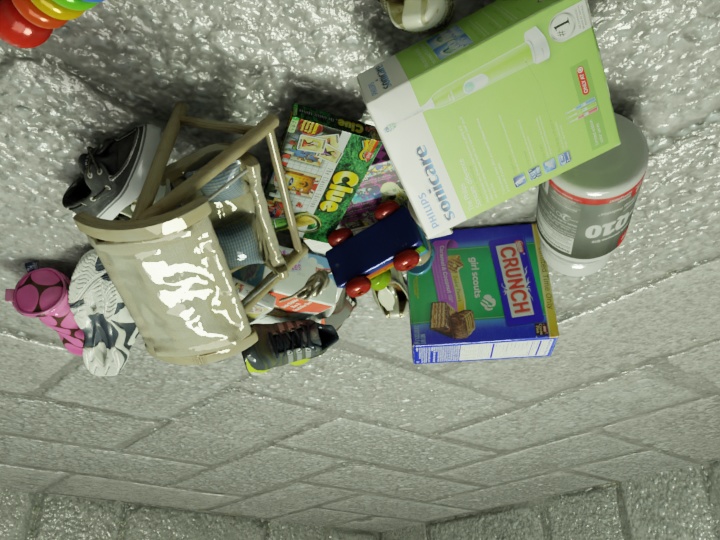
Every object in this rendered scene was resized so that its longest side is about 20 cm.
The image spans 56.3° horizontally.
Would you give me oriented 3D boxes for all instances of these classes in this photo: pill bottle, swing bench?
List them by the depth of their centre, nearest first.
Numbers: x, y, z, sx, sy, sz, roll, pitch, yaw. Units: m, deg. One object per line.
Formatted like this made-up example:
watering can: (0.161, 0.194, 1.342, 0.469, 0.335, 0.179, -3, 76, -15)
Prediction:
swing bench: (-0.162, -0.032, 0.714, 0.127, 0.202, 0.201, 11, 140, 19)
pill bottle: (0.269, -0.082, 0.805, 0.111, 0.116, 0.201, -6, 150, 9)

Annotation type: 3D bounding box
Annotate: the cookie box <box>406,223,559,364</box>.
cookie box: (0.164, 0.032, 0.945, 0.194, 0.175, 0.076, -4, 155, 3)

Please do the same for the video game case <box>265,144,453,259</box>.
video game case: (0.004, -0.084, 0.868, 0.195, 0.037, 0.182, -12, 149, 18)

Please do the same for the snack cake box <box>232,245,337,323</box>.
snack cake box: (-0.126, 0.029, 0.992, 0.113, 0.069, 0.199, 16, 158, -26)

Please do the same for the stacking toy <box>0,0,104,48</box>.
stacking toy: (-0.240, -0.239, 0.547, 0.197, 0.087, 0.085, -20, 146, 36)

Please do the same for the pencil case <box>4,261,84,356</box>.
pencil case: (-0.469, 0.070, 1.063, 0.091, 0.092, 0.201, -14, 152, -4)

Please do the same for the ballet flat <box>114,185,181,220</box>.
ballet flat: (-0.274, -0.068, 0.852, 0.197, 0.075, 0.072, -22, 145, 35)

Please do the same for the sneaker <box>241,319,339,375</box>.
sneaker: (-0.102, 0.099, 0.963, 0.080, 0.076, 0.199, -22, 172, 25)

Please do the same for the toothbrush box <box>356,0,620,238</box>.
toothbrush box: (0.115, -0.147, 0.614, 0.197, 0.087, 0.147, -27, 121, 7)

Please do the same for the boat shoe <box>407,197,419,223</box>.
boat shoe: (0.119, -0.127, 0.732, 0.070, 0.077, 0.201, 5, 137, -32)

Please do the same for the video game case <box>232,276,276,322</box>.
video game case: (-0.230, 0.031, 0.927, 0.179, 0.023, 0.199, 26, 154, -20)

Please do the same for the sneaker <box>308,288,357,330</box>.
sneaker: (-0.043, 0.044, 1.080, 0.080, 0.078, 0.201, -20, 159, -24)

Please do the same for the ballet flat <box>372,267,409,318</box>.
ballet flat: (0.046, 0.043, 1.065, 0.066, 0.064, 0.201, -9, 150, 13)

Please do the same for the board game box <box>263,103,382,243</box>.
board game box: (-0.055, -0.103, 0.780, 0.102, 0.024, 0.201, 9, 146, -17)

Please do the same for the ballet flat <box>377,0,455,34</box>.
ballet flat: (0.033, -0.246, 0.545, 0.066, 0.077, 0.200, -12, 149, 17)

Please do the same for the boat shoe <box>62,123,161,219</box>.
boat shoe: (-0.294, -0.114, 0.777, 0.065, 0.072, 0.198, 18, 153, -34)

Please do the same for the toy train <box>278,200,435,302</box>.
toy train: (0.000, 0.000, 0.872, 0.197, 0.086, 0.115, -29, 158, 17)

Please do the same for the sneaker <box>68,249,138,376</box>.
sneaker: (-0.383, 0.047, 1.046, 0.077, 0.130, 0.204, -2, 113, 3)
